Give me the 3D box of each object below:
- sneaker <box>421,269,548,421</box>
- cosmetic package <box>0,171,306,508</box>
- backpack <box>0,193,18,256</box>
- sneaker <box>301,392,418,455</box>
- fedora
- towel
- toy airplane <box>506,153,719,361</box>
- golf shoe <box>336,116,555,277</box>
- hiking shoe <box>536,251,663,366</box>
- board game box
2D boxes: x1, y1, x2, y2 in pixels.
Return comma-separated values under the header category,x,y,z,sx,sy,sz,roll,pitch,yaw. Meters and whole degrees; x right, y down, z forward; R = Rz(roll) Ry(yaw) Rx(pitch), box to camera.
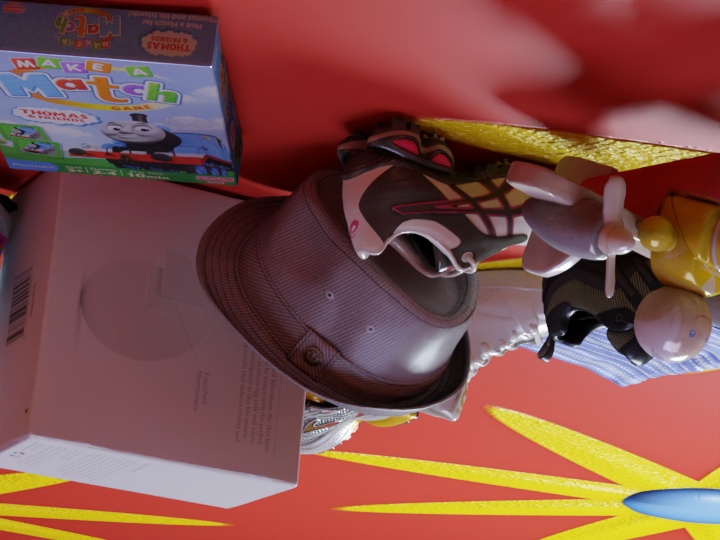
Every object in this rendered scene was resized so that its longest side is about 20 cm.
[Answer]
category,x,y,z,sx,sy,sz,roll,pitch,yaw
sneaker,0.093,0.061,1.613,0.200,0.116,0.074,0,160,13
cosmetic package,-0.147,0.048,1.492,0.200,0.200,0.123,14,161,-24
backpack,-0.330,-0.005,1.501,0.167,0.127,0.200,23,153,-37
sneaker,-0.031,0.106,1.881,0.082,0.078,0.200,24,146,-36
fedora,0.000,0.000,1.397,0.200,0.177,0.090,43,130,9
towel,0.239,0.062,1.726,0.145,0.024,0.200,20,158,-37
toy airplane,0.177,-0.014,1.275,0.200,0.141,0.199,6,163,-3
golf shoe,0.069,-0.031,1.371,0.200,0.088,0.077,14,159,-31
hiking shoe,0.212,0.017,1.457,0.200,0.101,0.076,-9,158,39
board game box,-0.153,-0.104,1.278,0.151,0.037,0.200,5,162,3
